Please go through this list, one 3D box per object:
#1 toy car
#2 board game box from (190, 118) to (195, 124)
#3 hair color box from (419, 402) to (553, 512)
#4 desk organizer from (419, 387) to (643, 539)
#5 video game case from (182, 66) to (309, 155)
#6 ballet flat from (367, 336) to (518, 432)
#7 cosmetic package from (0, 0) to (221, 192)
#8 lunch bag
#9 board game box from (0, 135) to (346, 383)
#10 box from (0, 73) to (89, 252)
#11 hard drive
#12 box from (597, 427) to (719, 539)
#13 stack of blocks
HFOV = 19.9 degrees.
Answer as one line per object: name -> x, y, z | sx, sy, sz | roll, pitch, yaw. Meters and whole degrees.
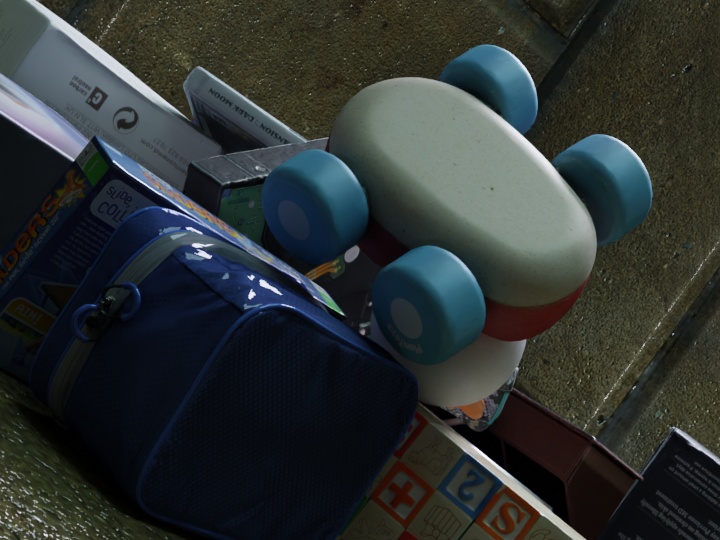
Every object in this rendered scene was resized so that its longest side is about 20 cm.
toy car -> 0.044, 0.005, 1.221 | 0.177, 0.184, 0.201 | 41, -39, 22
board game box -> -0.098, 0.005, 1.619 | 0.199, 0.166, 0.057 | 36, -26, -9
hair color box -> 0.014, 0.137, 1.325 | 0.200, 0.065, 0.109 | 39, 37, 6
desk organizer -> 0.090, 0.119, 1.418 | 0.199, 0.077, 0.072 | 31, -5, 44
video game case -> -0.044, -0.062, 1.502 | 0.181, 0.023, 0.200 | 35, -10, 8
ballet flat -> 0.015, 0.068, 1.403 | 0.199, 0.073, 0.072 | 15, -11, 36
cosmetic package -> -0.235, -0.091, 1.492 | 0.164, 0.166, 0.200 | 36, 2, -30
lunch bag -> -0.083, 0.058, 1.116 | 0.132, 0.136, 0.200 | 37, 3, 40
board game box -> -0.119, 0.027, 1.188 | 0.200, 0.136, 0.034 | 35, 9, -39
box -> -0.244, -0.059, 1.257 | 0.200, 0.124, 0.198 | 34, 4, -39
hard drive -> -0.038, -0.014, 1.293 | 0.199, 0.141, 0.038 | -15, 37, -44
box -> 0.244, 0.249, 1.449 | 0.124, 0.197, 0.200 | 39, 3, 41
stack of blocks -> 0.044, 0.162, 1.208 | 0.199, 0.116, 0.059 | 38, 3, 14
